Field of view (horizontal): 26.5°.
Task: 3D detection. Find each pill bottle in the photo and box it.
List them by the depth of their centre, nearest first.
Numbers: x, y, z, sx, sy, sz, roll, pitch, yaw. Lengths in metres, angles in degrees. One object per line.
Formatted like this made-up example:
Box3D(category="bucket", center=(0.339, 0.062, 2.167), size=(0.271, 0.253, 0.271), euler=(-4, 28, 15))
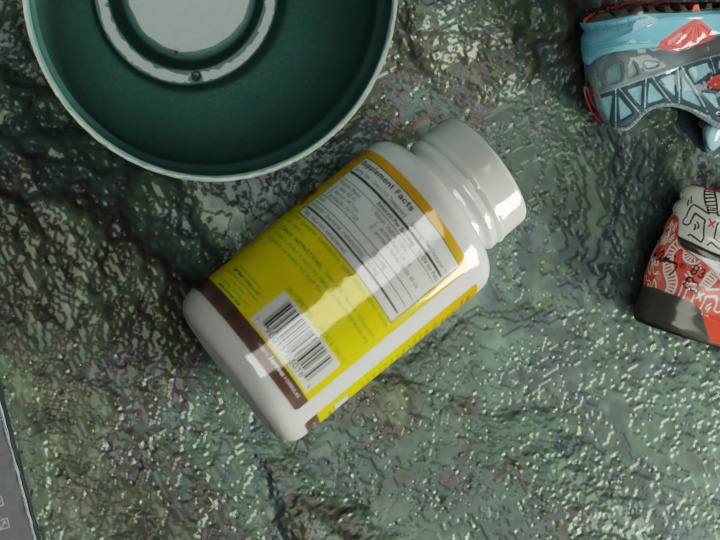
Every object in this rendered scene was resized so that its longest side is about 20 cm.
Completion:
Box3D(category="pill bottle", center=(0.000, 0.000, 0.908), size=(0.199, 0.109, 0.110), euler=(-38, 101, -9))

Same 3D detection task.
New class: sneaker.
Box3D(category="sneaker", center=(0.236, -0.126, 0.988), size=(0.197, 0.079, 0.097), euler=(-1, 103, -6))
Box3D(category="sneaker", center=(0.284, 0.011, 1.002), size=(0.199, 0.067, 0.109), euler=(18, 91, -12))

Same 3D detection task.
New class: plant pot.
Box3D(category="plant pot", center=(-0.091, -0.158, 0.859), size=(0.198, 0.134, 0.203), euler=(-2, 100, -14))

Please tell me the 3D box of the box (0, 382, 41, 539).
Box3D(category="box", center=(-0.274, 0.160, 0.839), size=(0.198, 0.124, 0.199), euler=(-15, 95, -13))
